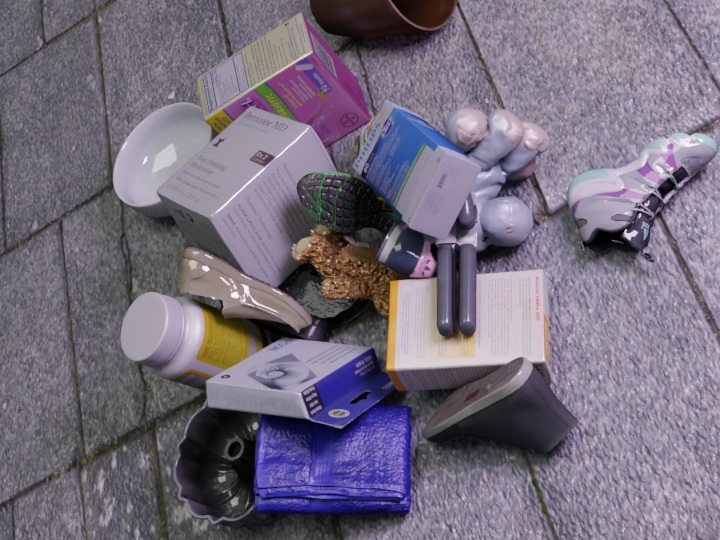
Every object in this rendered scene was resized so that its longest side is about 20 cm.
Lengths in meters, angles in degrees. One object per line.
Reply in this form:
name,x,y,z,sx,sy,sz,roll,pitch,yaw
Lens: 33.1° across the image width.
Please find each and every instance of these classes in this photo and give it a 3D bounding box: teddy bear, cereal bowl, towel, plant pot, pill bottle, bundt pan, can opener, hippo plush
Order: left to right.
cereal bowl,-0.303,-0.170,1.982,0.198,0.083,0.202,-17,54,25
pill bottle,-0.224,0.103,1.668,0.113,0.199,0.116,-17,62,36
bundt pan,-0.149,0.252,1.619,0.200,0.076,0.204,-16,55,24
towel,-0.033,0.231,1.512,0.197,0.050,0.149,2,60,-2
teddy bear,0.000,0.000,1.655,0.198,0.067,0.145,20,34,4
plant pot,0.019,-0.440,1.891,0.199,0.186,0.189,-12,55,45
can opener,0.116,-0.022,1.484,0.053,0.067,0.202,-3,61,11
hippo plush,0.151,-0.109,1.588,0.197,0.159,0.163,-3,69,12

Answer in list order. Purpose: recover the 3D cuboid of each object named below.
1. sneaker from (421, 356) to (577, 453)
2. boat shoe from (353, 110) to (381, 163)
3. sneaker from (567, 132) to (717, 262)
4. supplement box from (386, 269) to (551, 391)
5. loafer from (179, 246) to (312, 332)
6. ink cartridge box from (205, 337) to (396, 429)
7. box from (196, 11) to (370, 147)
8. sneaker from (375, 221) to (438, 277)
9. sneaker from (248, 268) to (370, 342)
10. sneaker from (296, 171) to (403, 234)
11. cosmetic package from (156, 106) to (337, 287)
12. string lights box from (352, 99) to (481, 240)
sneaker,0.162,0.189,1.458,0.200,0.106,0.075,-35,13,47
boat shoe,0.033,-0.174,1.720,0.069,0.074,0.200,-63,21,18
sneaker,0.357,-0.076,1.495,0.199,0.077,0.141,-26,52,30
supplement box,0.137,0.076,1.509,0.197,0.074,0.127,-4,61,15
loafer,-0.160,0.038,1.638,0.069,0.199,0.076,-62,10,-2
ink cartridge box,-0.065,0.139,1.559,0.198,0.199,0.041,5,106,27
box,-0.117,-0.261,1.852,0.199,0.176,0.097,-28,49,15
sneaker,0.083,-0.028,1.597,0.081,0.200,0.071,29,111,10
sneaker,-0.087,0.044,1.723,0.198,0.060,0.105,20,75,35
sneaker,-0.009,-0.093,1.675,0.085,0.199,0.079,33,104,51
cosmetic package,-0.148,-0.101,1.742,0.200,0.166,0.164,-45,38,-18
string lights box,0.067,-0.130,1.527,0.104,0.058,0.200,-63,30,16
